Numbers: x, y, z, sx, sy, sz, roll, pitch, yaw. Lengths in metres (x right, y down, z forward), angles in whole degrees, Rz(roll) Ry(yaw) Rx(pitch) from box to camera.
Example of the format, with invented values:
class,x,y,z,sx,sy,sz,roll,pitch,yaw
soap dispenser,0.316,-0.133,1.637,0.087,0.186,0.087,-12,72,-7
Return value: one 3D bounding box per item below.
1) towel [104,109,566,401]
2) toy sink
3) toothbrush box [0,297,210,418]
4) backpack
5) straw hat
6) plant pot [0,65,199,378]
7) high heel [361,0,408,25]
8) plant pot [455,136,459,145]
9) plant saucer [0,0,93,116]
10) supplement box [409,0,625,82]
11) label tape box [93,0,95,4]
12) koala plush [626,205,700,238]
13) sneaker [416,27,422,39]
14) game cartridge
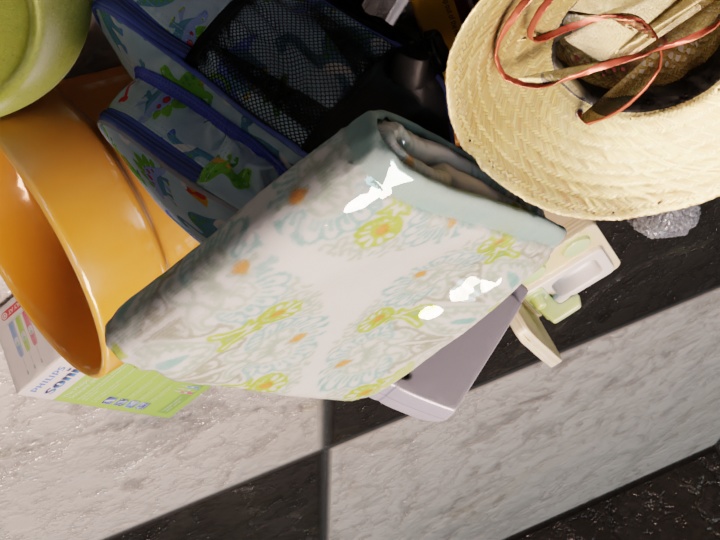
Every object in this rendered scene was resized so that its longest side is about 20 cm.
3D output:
class,x,y,z,sx,sy,sz,roll,pitch,yaw
towel,-0.002,0.005,0.592,0.171,0.048,0.200,-39,152,21
toy sink,0.168,-0.030,1.124,0.112,0.200,0.130,-33,153,12
toothbrush box,-0.198,0.050,1.056,0.145,0.086,0.200,-38,153,19
backpack,-0.057,-0.086,0.654,0.147,0.200,0.183,-45,157,-8
straw hat,0.128,-0.119,0.548,0.200,0.085,0.201,-7,141,-5
plant pot,-0.152,-0.058,0.808,0.183,0.200,0.200,-32,158,-26
high heel,-0.054,-0.152,0.834,0.200,0.071,0.143,-11,144,-48
plant pot,0.048,-0.052,0.917,0.199,0.201,0.183,-15,164,-22
plant saucer,-0.243,-0.148,0.619,0.199,0.031,0.200,0,135,0
supplement box,0.115,-0.193,0.636,0.199,0.133,0.197,-22,149,7
label tape box,-0.123,-0.232,0.642,0.143,0.066,0.200,0,148,-43
koala plush,0.327,-0.136,1.123,0.200,0.178,0.184,8,127,-44
sneaker,0.085,-0.194,0.886,0.111,0.077,0.200,-43,158,10
game cartridge,0.000,0.000,0.761,0.133,0.200,0.041,-53,-177,-34
